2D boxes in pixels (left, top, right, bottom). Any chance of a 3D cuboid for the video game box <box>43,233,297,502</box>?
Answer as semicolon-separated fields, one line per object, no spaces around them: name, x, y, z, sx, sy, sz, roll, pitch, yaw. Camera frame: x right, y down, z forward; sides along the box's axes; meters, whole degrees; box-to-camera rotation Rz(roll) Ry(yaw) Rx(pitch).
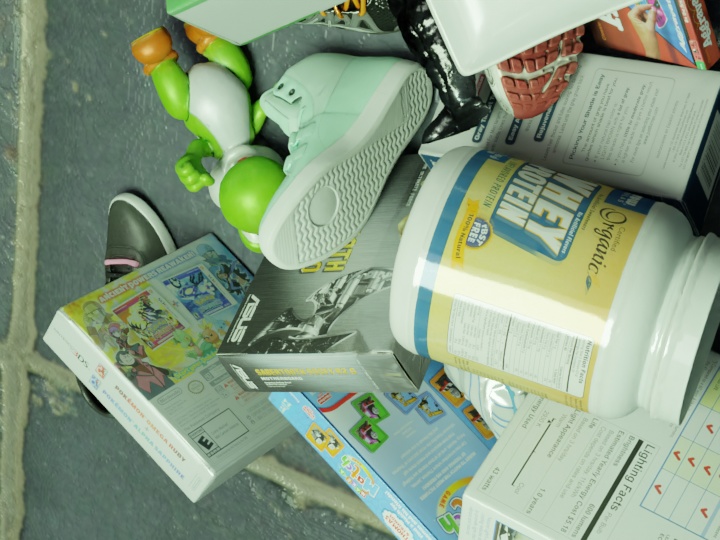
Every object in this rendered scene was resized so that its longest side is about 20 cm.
video game box;-0.128;0.073;1.333;0.182;0.200;0.047;47;127;10

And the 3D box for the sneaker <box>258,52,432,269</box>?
sneaker;-0.041;-0.086;1.239;0.118;0.201;0.074;15;146;35

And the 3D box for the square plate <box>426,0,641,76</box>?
square plate;0.100;-0.243;1.018;0.199;0.028;0.199;-18;99;44

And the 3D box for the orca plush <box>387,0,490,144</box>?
orca plush;0.026;-0.187;1.133;0.105;0.071;0.202;164;99;-69

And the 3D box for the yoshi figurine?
yoshi figurine;-0.102;-0.110;1.309;0.112;0.112;0.201;-21;98;30

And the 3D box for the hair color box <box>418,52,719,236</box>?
hair color box;0.152;-0.095;1.145;0.199;0.061;0.101;13;71;29

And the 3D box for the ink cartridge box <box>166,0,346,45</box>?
ink cartridge box;-0.062;-0.277;1.119;0.145;0.084;0.202;-18;70;35

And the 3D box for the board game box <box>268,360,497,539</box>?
board game box;0.046;0.131;1.269;0.200;0.151;0.037;46;131;11

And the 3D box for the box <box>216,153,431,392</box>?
box;0.000;0.000;1.226;0.157;0.201;0.048;-3;137;35

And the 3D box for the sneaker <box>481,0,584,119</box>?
sneaker;0.098;-0.199;1.147;0.082;0.077;0.202;140;123;-59

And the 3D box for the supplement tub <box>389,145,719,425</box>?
supplement tub;0.132;0.011;1.073;0.199;0.145;0.146;18;117;16

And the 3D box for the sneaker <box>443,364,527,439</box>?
sneaker;0.111;0.090;1.272;0.086;0.075;0.201;-19;92;48

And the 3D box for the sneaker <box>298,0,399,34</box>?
sneaker;-0.031;-0.215;1.239;0.199;0.077;0.079;6;108;28

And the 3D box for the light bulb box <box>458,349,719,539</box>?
light bulb box;0.198;0.158;1.128;0.199;0.199;0.125;26;147;19

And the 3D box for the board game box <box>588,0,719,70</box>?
board game box;0.167;-0.224;1.068;0.103;0.019;0.201;25;150;49

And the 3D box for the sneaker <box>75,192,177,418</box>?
sneaker;-0.208;0.038;1.435;0.070;0.099;0.202;3;108;34
